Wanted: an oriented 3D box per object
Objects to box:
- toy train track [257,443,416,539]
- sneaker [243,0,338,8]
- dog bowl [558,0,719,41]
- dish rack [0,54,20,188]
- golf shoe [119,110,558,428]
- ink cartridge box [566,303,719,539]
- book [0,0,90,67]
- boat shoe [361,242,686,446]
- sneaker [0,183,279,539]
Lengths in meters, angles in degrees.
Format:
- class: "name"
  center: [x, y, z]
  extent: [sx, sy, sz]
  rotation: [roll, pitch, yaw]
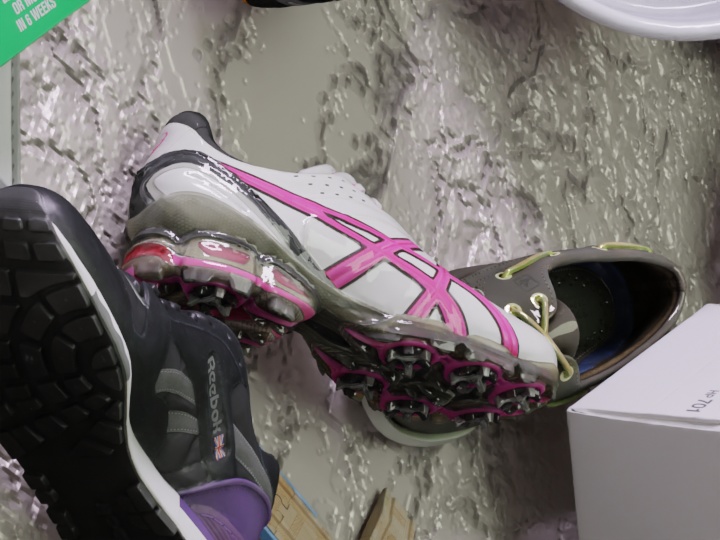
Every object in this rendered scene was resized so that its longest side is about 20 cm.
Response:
- class: "toy train track"
  center: [-0.016, 0.106, 1.145]
  extent: [0.200, 0.033, 0.115]
  rotation: [52, 44, -26]
- class: "sneaker"
  center: [-0.005, -0.167, 1.218]
  extent: [0.200, 0.077, 0.078]
  rotation: [-62, 133, -63]
- class: "dog bowl"
  center: [0.145, -0.207, 1.311]
  extent: [0.079, 0.200, 0.200]
  rotation: [-109, 179, -82]
- class: "dish rack"
  center: [-0.178, -0.082, 0.995]
  extent: [0.172, 0.044, 0.200]
  rotation: [15, 66, -47]
- class: "golf shoe"
  center: [0.000, 0.000, 1.138]
  extent: [0.200, 0.073, 0.092]
  rotation: [23, 59, -28]
- class: "ink cartridge box"
  center: [0.169, 0.132, 1.287]
  extent: [0.146, 0.086, 0.200]
  rotation: [-30, 118, -51]
- class: "book"
  center: [-0.165, -0.164, 0.974]
  extent: [0.134, 0.048, 0.200]
  rotation: [-45, 114, -45]
- class: "boat shoe"
  center: [0.073, 0.027, 1.259]
  extent: [0.202, 0.060, 0.072]
  rotation: [-19, 94, -52]
- class: "sneaker"
  center: [-0.087, 0.036, 1.034]
  extent: [0.088, 0.076, 0.200]
  rotation: [-59, 141, -40]
